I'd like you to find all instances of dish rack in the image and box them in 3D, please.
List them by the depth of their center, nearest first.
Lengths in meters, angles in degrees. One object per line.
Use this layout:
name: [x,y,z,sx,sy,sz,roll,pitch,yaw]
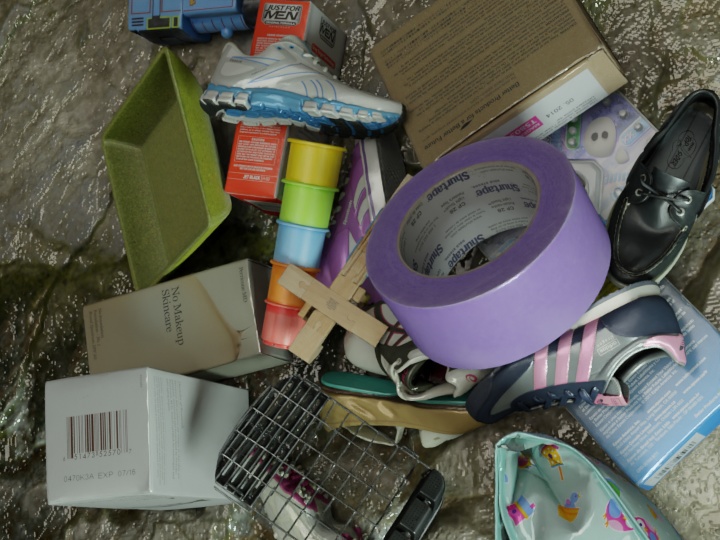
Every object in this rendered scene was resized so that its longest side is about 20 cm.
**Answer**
dish rack: [-0.030,0.197,1.215,0.200,0.055,0.154,34,58,5]

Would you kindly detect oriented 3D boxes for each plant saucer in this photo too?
plant saucer: [-0.197,-0.097,1.378,0.200,0.048,0.201,-39,62,51]

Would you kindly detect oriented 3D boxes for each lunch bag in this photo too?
lunch bag: [0.189,0.221,1.118,0.122,0.170,0.200,-41,71,10]

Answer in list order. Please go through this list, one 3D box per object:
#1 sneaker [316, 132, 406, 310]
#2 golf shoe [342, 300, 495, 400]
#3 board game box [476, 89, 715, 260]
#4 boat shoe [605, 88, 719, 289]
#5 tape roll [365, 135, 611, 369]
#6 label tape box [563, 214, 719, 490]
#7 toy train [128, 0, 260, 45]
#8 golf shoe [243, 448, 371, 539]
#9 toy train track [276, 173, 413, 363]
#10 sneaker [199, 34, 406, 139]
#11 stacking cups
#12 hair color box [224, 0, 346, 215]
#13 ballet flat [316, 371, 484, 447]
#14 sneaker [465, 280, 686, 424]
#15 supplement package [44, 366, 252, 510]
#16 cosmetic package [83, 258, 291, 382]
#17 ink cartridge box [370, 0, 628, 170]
sneaker: [-0.013,-0.053,1.318,0.114,0.073,0.202,-9,76,25]
golf shoe: [0.045,0.075,1.224,0.199,0.088,0.078,-4,118,46]
board game box: [0.195,-0.075,1.255,0.200,0.026,0.200,-43,67,11]
boat shoe: [0.270,-0.076,1.158,0.074,0.066,0.200,29,70,18]
tape roll: [0.110,-0.018,1.156,0.199,0.085,0.201,-21,39,18]
label tape box: [0.237,0.072,1.187,0.144,0.063,0.200,-45,65,10]
toy train: [-0.156,-0.304,1.424,0.199,0.087,0.115,0,89,21]
golf shoe: [-0.057,0.256,1.275,0.200,0.075,0.092,43,101,25]
toy train track: [0.000,0.000,1.253,0.114,0.033,0.200,33,85,16]
sneaker: [-0.051,-0.179,1.256,0.199,0.075,0.087,11,78,11]
stacking cups: [-0.056,-0.024,1.278,0.060,0.060,0.201,10,93,25]
hair color box: [-0.074,-0.162,1.347,0.061,0.101,0.201,8,82,22]
ballet flat: [0.049,0.137,1.265,0.199,0.069,0.063,5,105,28]
sneaker: [0.184,0.091,1.133,0.200,0.070,0.082,-35,65,17]
supplement package: [-0.200,0.168,1.282,0.116,0.200,0.118,-10,76,21]
cosmetic package: [-0.180,0.065,1.365,0.199,0.073,0.104,-17,73,21]
ink cartridge box: [0.128,-0.195,1.261,0.199,0.075,0.165,-33,57,17]
